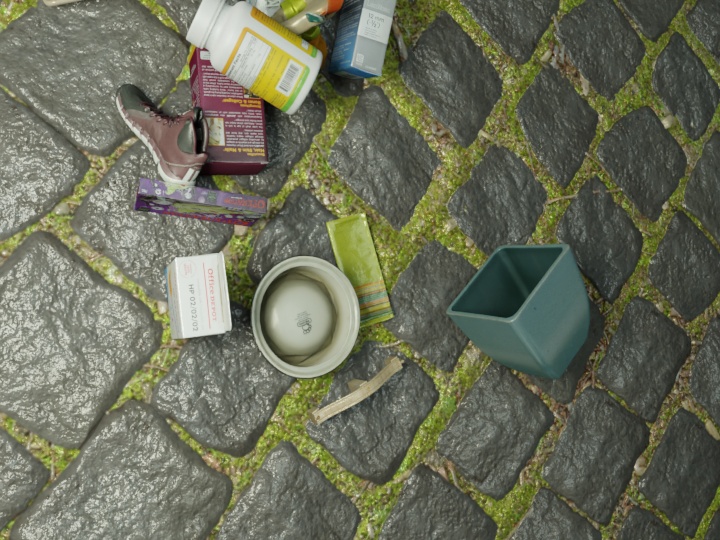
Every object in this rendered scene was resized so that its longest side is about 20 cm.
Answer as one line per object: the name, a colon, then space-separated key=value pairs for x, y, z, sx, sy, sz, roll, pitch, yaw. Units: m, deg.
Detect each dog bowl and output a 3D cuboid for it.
dog bowl: x=-0.102 y=0.080 z=1.108 sx=0.195 sy=0.073 sz=0.207 roll=3 pitch=83 yaw=-24

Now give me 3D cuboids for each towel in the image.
towel: x=0.000 y=0.000 z=1.192 sx=0.084 sy=0.018 sz=0.206 roll=-16 pitch=90 yaw=-25

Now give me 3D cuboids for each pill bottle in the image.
pill bottle: x=-0.166 y=-0.344 z=1.011 sx=0.197 sy=0.110 sz=0.114 roll=28 pitch=74 yaw=-20

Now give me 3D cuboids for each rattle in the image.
rattle: x=-0.068 y=-0.390 z=1.081 sx=0.129 sy=0.198 sz=0.146 roll=-34 pitch=124 yaw=-29

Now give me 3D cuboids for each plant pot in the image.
plant pot: x=0.323 y=0.092 z=1.240 sx=0.197 sy=0.194 sz=0.202 roll=-46 pitch=112 yaw=-21

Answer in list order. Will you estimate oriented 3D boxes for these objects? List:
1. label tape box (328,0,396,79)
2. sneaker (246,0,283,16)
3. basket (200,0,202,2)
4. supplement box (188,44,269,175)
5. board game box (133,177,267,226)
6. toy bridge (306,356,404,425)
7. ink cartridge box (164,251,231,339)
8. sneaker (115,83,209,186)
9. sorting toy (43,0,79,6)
label tape box: x=0.009 y=-0.451 z=1.148 sx=0.064 sy=0.143 sz=0.206 roll=11 pitch=98 yaw=-21
sneaker: x=-0.165 y=-0.508 z=1.138 sx=0.073 sy=0.086 sz=0.206 roll=-17 pitch=93 yaw=-26
basket: x=-0.262 y=-0.562 z=1.037 sx=0.123 sy=0.136 sz=0.201 roll=41 pitch=103 yaw=-6
supplement box: x=-0.223 y=-0.269 z=1.085 sx=0.107 sy=0.085 sz=0.207 roll=-3 pitch=85 yaw=-24
board game box: x=-0.257 y=-0.106 z=1.034 sx=0.194 sy=0.119 sz=0.033 roll=7 pitch=85 yaw=-22
toy bridge: x=0.000 y=0.209 z=1.142 sx=0.197 sy=0.067 sz=0.028 roll=-30 pitch=96 yaw=-23
ink cartridge box: x=-0.250 y=0.041 z=0.977 sx=0.066 sy=0.199 sz=0.119 roll=-6 pitch=86 yaw=-23
sneaker: x=-0.296 y=-0.237 z=1.014 sx=0.202 sy=0.115 sz=0.075 roll=54 pitch=30 yaw=5
sorting toy: x=-0.451 y=-0.532 z=1.044 sx=0.182 sy=0.036 sz=0.205 roll=-23 pitch=89 yaw=-24
